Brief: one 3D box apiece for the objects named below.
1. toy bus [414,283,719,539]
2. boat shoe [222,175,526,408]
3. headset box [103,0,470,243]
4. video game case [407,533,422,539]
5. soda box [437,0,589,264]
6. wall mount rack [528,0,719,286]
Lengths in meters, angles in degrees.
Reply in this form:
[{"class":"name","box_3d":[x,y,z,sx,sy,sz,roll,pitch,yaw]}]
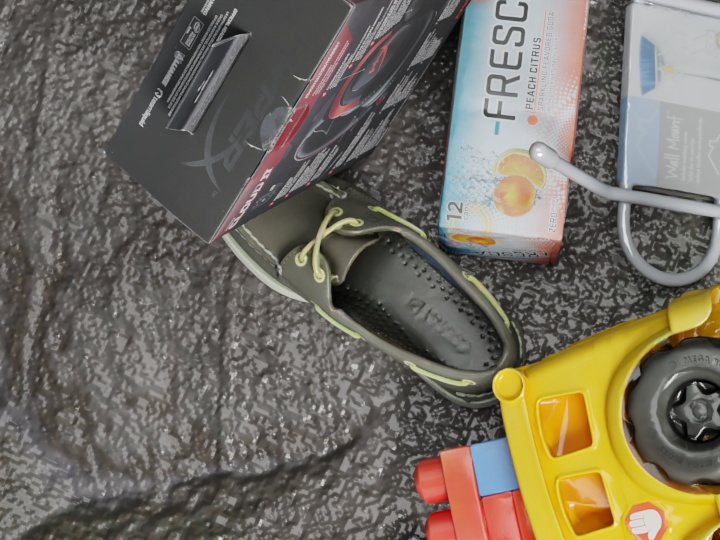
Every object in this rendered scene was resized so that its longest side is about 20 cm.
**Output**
[{"class":"toy bus","box_3d":[0.131,0.127,0.992,0.191,0.136,0.201,-17,80,13]},{"class":"boat shoe","box_3d":[0.002,-0.002,1.052,0.201,0.060,0.072,36,82,9]},{"class":"headset box","box_3d":[-0.029,-0.109,0.981,0.075,0.200,0.149,40,121,10]},{"class":"video game case","box_3d":[0.027,0.259,1.019,0.143,0.019,0.200,35,83,9]},{"class":"soda box","box_3d":[0.085,-0.107,1.068,0.068,0.064,0.201,7,78,4]},{"class":"wall mount rack","box_3d":[0.156,-0.099,1.037,0.173,0.075,0.201,8,78,-20]}]
